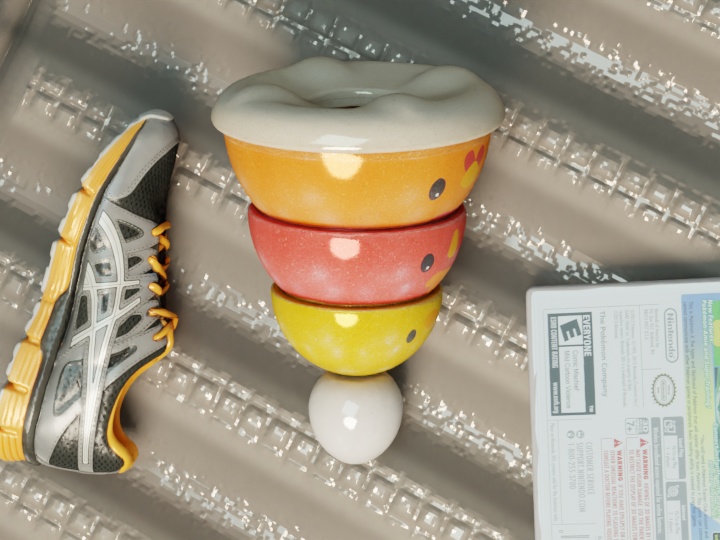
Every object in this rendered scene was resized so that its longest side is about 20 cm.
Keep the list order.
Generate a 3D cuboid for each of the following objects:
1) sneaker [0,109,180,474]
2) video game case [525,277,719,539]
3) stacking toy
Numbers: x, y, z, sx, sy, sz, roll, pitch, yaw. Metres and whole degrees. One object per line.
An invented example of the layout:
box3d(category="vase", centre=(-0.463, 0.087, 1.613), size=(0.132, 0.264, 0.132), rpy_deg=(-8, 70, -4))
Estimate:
box3d(category="sneaker", centre=(-0.128, 0.014, 1.161), size=(0.077, 0.078, 0.201), rpy_deg=(20, 96, 2))
box3d(category="video game case", centre=(0.175, 0.104, 1.095), size=(0.181, 0.022, 0.202), rpy_deg=(-3, 86, 15))
box3d(category="stacking toy", centre=(0.000, 0.000, 1.113), size=(0.145, 0.146, 0.202), rpy_deg=(4, 108, 15))
